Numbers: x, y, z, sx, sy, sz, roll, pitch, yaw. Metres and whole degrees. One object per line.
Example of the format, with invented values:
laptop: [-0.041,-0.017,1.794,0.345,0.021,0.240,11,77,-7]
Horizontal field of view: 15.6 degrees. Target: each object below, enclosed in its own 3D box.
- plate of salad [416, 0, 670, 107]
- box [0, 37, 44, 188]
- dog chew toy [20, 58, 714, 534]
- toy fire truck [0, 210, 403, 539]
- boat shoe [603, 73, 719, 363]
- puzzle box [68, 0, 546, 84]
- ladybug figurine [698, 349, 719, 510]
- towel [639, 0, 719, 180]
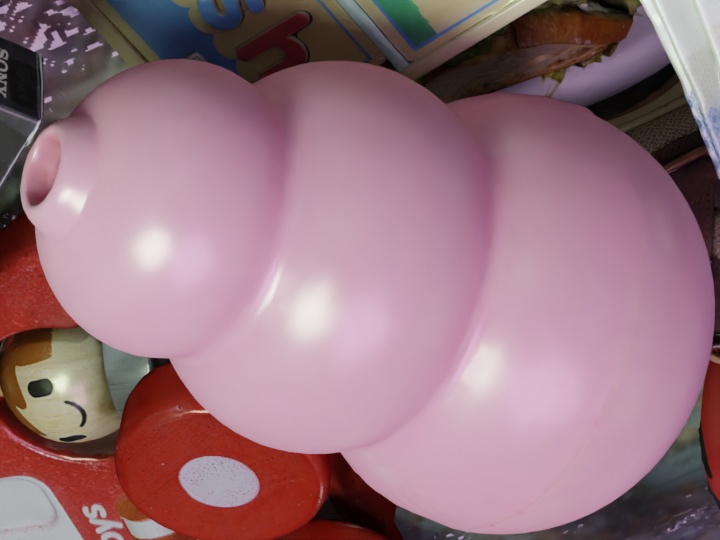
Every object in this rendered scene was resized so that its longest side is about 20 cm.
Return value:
plate of salad: [0.047,-0.116,0.769,0.199,0.048,0.201,-8,131,-9]
box: [-0.200,-0.033,0.676,0.199,0.036,0.143,22,126,-21]
dog chew toy: [0.000,0.000,0.719,0.199,0.125,0.125,17,123,-31]
toy fire truck: [-0.070,0.058,0.854,0.167,0.113,0.200,-12,134,19]
boat shoe: [0.099,-0.008,0.826,0.199,0.072,0.072,-35,132,-9]
puzzle box: [-0.041,-0.125,0.712,0.133,0.026,0.200,-30,121,23]
ladybug figurine: [0.167,0.071,0.893,0.072,0.136,0.200,-43,155,-7]
towel: [0.174,-0.045,0.765,0.146,0.024,0.201,-25,105,4]
